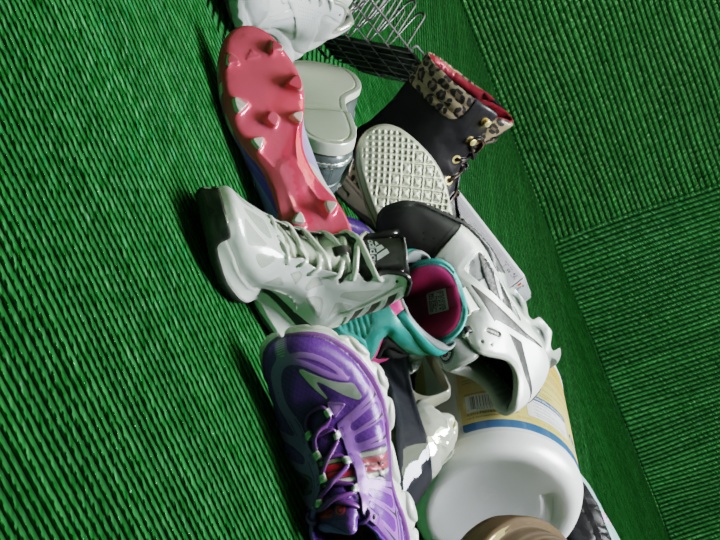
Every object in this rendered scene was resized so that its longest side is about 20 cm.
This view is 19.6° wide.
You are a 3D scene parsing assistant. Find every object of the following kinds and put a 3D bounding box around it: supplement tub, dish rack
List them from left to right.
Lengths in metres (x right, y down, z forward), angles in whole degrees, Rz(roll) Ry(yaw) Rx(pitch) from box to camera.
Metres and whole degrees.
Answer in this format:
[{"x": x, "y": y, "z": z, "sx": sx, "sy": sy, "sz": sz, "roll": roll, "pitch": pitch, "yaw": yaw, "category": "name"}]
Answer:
[{"x": -0.012, "y": -0.244, "z": 1.849, "sx": 0.153, "sy": 0.055, "sz": 0.200, "roll": 20, "pitch": -22, "yaw": 47, "category": "dish rack"}, {"x": 0.109, "y": 0.140, "z": 1.787, "sx": 0.200, "sy": 0.144, "sz": 0.145, "roll": -94, "pitch": 162, "yaw": -54, "category": "supplement tub"}]

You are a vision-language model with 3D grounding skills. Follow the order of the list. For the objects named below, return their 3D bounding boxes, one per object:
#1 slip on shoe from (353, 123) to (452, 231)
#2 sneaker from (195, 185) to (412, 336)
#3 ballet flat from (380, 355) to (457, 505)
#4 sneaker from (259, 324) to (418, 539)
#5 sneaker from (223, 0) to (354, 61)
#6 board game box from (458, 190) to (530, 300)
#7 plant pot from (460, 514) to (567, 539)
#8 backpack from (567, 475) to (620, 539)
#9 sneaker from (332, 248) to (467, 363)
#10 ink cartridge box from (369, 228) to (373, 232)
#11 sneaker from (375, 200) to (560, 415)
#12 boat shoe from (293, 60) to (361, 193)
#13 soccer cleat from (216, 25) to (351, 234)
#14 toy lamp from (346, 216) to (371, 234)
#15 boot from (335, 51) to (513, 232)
[{"x": 0.048, "y": -0.035, "z": 1.757, "sx": 0.200, "sy": 0.074, "sz": 0.061, "roll": 59, "pitch": -17, "yaw": -25, "category": "slip on shoe"}, {"x": -0.032, "y": -0.019, "z": 1.407, "sx": 0.201, "sy": 0.115, "sz": 0.076, "roll": 51, "pitch": 22, "yaw": -62, "category": "sneaker"}, {"x": 0.042, "y": 0.113, "z": 1.680, "sx": 0.073, "sy": 0.073, "sz": 0.201, "roll": 60, "pitch": 14, "yaw": -45, "category": "ballet flat"}, {"x": -0.011, "y": 0.130, "z": 1.368, "sx": 0.083, "sy": 0.080, "sz": 0.201, "roll": -64, "pitch": 135, "yaw": -68, "category": "sneaker"}, {"x": -0.057, "y": -0.232, "z": 1.714, "sx": 0.200, "sy": 0.099, "sz": 0.078, "roll": 27, "pitch": 45, "yaw": -76, "category": "sneaker"}, {"x": 0.088, "y": -0.053, "z": 1.987, "sx": 0.200, "sy": 0.035, "sz": 0.126, "roll": 53, "pitch": 1, "yaw": 12, "category": "board game box"}, {"x": 0.145, "y": 0.290, "z": 1.603, "sx": 0.200, "sy": 0.092, "sz": 0.202, "roll": 5, "pitch": 83, "yaw": -52, "category": "plant pot"}, {"x": 0.164, "y": 0.271, "z": 1.883, "sx": 0.127, "sy": 0.166, "sz": 0.201, "roll": 92, "pitch": -17, "yaw": -59, "category": "backpack"}, {"x": 0.024, "y": 0.036, "z": 1.590, "sx": 0.200, "sy": 0.120, "sz": 0.084, "roll": 14, "pitch": 58, "yaw": -79, "category": "sneaker"}, {"x": 0.038, "y": -0.058, "z": 2.063, "sx": 0.200, "sy": 0.044, "sz": 0.177, "roll": 44, "pitch": 30, "yaw": -69, "category": "ink cartridge box"}, {"x": 0.079, "y": 0.032, "z": 1.677, "sx": 0.200, "sy": 0.074, "sz": 0.089, "roll": 46, "pitch": 45, "yaw": -13, "category": "sneaker"}, {"x": -0.037, "y": -0.123, "z": 1.771, "sx": 0.200, "sy": 0.072, "sz": 0.062, "roll": -96, "pitch": -164, "yaw": -63, "category": "boat shoe"}, {"x": -0.062, "y": -0.083, "z": 1.563, "sx": 0.201, "sy": 0.066, "sz": 0.076, "roll": 67, "pitch": -22, "yaw": 7, "category": "soccer cleat"}, {"x": 0.000, "y": 0.000, "z": 1.716, "sx": 0.200, "sy": 0.058, "sz": 0.059, "roll": 44, "pitch": 29, "yaw": -67, "category": "toy lamp"}, {"x": 0.080, "y": -0.079, "z": 1.832, "sx": 0.200, "sy": 0.151, "sz": 0.073, "roll": 41, "pitch": 15, "yaw": 5, "category": "boot"}]
